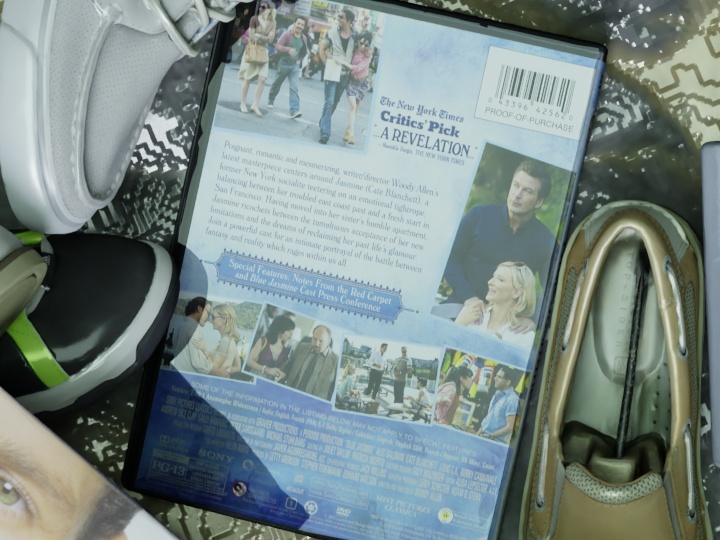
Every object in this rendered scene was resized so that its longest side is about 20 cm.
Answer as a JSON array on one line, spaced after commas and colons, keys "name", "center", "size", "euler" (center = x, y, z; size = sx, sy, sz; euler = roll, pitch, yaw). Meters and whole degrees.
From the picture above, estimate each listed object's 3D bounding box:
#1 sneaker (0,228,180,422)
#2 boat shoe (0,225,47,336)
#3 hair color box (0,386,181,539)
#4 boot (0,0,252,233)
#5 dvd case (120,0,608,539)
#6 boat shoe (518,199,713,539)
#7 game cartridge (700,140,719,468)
[{"name": "sneaker", "center": [-0.167, 0.010, 0.896], "size": [0.200, 0.083, 0.072], "euler": [-8, 47, 10]}, {"name": "boat shoe", "center": [-0.198, 0.043, 0.836], "size": [0.200, 0.075, 0.068], "euler": [-40, 81, -9]}, {"name": "hair color box", "center": [-0.152, 0.146, 0.837], "size": [0.109, 0.065, 0.200], "euler": [41, 75, -11]}, {"name": "boot", "center": [-0.063, -0.108, 0.877], "size": [0.095, 0.074, 0.200], "euler": [7, 83, 20]}, {"name": "dvd case", "center": [0.000, 0.000, 0.913], "size": [0.142, 0.018, 0.200], "euler": [13, 95, 9]}, {"name": "boat shoe", "center": [0.088, 0.076, 0.873], "size": [0.072, 0.076, 0.200], "euler": [-2, 92, 9]}, {"name": "game cartridge", "center": [0.220, 0.017, 0.861], "size": [0.200, 0.041, 0.133], "euler": [-3, 96, 3]}]
